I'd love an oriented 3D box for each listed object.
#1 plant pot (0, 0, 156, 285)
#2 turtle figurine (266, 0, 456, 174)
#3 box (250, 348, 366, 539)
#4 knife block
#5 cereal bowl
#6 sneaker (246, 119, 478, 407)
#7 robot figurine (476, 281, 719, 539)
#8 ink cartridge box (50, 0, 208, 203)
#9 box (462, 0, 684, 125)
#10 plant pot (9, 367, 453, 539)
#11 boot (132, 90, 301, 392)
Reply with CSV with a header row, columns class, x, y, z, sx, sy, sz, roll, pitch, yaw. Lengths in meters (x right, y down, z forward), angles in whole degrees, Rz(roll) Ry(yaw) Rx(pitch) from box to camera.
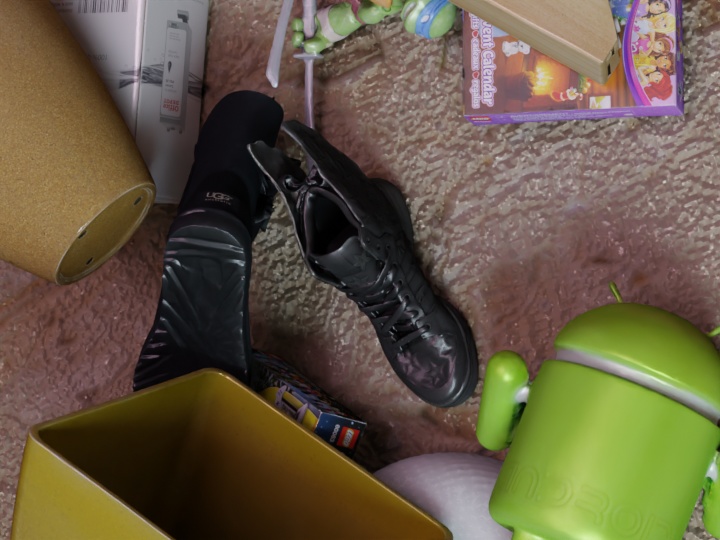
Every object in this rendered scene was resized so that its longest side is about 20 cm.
class,x,y,z,sx,sy,sz,roll,pitch,yaw
plant pot,-0.236,-0.091,1.552,0.200,0.186,0.186,43,108,11
turtle figurine,-0.043,-0.200,1.543,0.200,0.144,0.194,-44,66,16
box,-0.075,0.165,1.553,0.137,0.038,0.200,34,105,58
knife block,0.055,-0.196,1.431,0.175,0.064,0.200,-15,81,6
cereal bowl,0.043,0.214,1.482,0.200,0.083,0.200,-3,84,32
sneaker,0.003,-0.001,1.511,0.060,0.104,0.200,-30,74,26
robot figurine,0.150,0.109,1.394,0.175,0.116,0.200,20,81,14
ink cartridge box,-0.191,-0.149,1.666,0.146,0.083,0.200,2,86,32
box,0.134,-0.195,1.474,0.137,0.039,0.200,-2,83,15
plant pot,-0.099,0.200,1.407,0.200,0.200,0.177,33,113,22
boot,-0.093,-0.002,1.566,0.076,0.168,0.200,12,127,3
